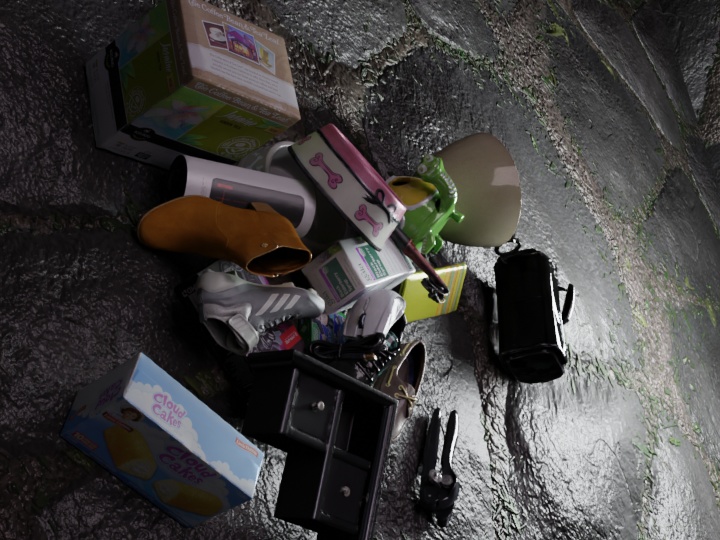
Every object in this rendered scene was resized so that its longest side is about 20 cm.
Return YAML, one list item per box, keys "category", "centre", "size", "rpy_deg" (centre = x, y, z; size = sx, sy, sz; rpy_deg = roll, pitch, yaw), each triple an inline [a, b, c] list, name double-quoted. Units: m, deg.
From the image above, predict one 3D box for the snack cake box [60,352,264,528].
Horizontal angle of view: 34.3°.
- category: "snack cake box"
  centre: [-0.218, 0.194, 1.301]
  size: [0.200, 0.114, 0.068]
  rpy_deg: [43, 37, -26]

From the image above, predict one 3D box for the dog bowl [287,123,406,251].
- category: "dog bowl"
  centre: [-0.013, -0.125, 1.671]
  size: [0.200, 0.074, 0.200]
  rpy_deg: [47, 6, -6]

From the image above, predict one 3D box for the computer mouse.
- category: "computer mouse"
  centre: [0.006, 0.069, 1.633]
  size: [0.200, 0.108, 0.045]
  rpy_deg: [-53, 132, -59]

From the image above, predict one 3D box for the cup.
- category: "cup"
  centre: [0.166, -0.131, 2.034]
  size: [0.141, 0.200, 0.203]
  rpy_deg: [-11, 74, -29]

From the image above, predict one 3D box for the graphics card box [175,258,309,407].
- category: "graphics card box"
  centre: [-0.148, 0.076, 1.545]
  size: [0.202, 0.050, 0.125]
  rpy_deg: [59, 33, -3]

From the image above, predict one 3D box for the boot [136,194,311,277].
- category: "boot"
  centre: [-0.171, -0.037, 1.465]
  size: [0.198, 0.072, 0.144]
  rpy_deg: [-7, 29, -23]

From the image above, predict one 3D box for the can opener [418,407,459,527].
- category: "can opener"
  centre: [0.119, 0.287, 1.770]
  size: [0.062, 0.079, 0.202]
  rpy_deg: [9, 45, -4]

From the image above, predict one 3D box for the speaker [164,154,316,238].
- category: "speaker"
  centre: [-0.163, -0.099, 1.576]
  size: [0.197, 0.081, 0.082]
  rpy_deg: [11, 56, -30]

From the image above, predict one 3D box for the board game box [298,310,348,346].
- category: "board game box"
  centre: [-0.034, 0.150, 1.669]
  size: [0.134, 0.029, 0.203]
  rpy_deg: [34, 42, -39]

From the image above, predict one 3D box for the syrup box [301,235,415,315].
- category: "syrup box"
  centre: [0.000, 0.000, 1.750]
  size: [0.079, 0.081, 0.199]
  rpy_deg: [58, 23, 8]

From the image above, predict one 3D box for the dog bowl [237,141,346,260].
- category: "dog bowl"
  centre: [-0.098, -0.101, 1.738]
  size: [0.199, 0.058, 0.203]
  rpy_deg: [34, 41, -36]

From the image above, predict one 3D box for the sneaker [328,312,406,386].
- category: "sneaker"
  centre: [0.007, 0.119, 1.653]
  size: [0.076, 0.079, 0.201]
  rpy_deg: [52, 35, -17]

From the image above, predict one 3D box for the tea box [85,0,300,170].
- category: "tea box"
  centre: [-0.220, -0.237, 1.536]
  size: [0.198, 0.195, 0.136]
  rpy_deg: [14, 55, -49]

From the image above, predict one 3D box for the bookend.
- category: "bookend"
  centre: [-0.064, 0.228, 1.461]
  size: [0.199, 0.091, 0.202]
  rpy_deg: [31, 63, -39]

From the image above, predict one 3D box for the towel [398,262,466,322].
- category: "towel"
  centre: [0.115, 0.036, 1.928]
  size: [0.199, 0.018, 0.088]
  rpy_deg: [-9, 115, -56]

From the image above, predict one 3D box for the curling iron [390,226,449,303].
- category: "curling iron"
  centre: [0.074, -0.032, 1.797]
  size: [0.201, 0.025, 0.050]
  rpy_deg: [53, 21, -6]

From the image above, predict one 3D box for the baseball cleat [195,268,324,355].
- category: "baseball cleat"
  centre: [-0.128, 0.062, 1.490]
  size: [0.198, 0.069, 0.108]
  rpy_deg: [13, 63, -37]

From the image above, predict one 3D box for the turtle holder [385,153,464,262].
- category: "turtle holder"
  centre: [0.080, -0.088, 1.872]
  size: [0.132, 0.186, 0.141]
  rpy_deg: [43, 69, 8]

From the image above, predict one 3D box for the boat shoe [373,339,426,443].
- category: "boat shoe"
  centre: [0.056, 0.181, 1.743]
  size: [0.072, 0.059, 0.201]
  rpy_deg: [48, 35, -22]

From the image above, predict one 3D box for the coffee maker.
- category: "coffee maker"
  centre: [0.293, 0.077, 2.091]
  size: [0.191, 0.134, 0.203]
  rpy_deg: [30, 46, -36]
